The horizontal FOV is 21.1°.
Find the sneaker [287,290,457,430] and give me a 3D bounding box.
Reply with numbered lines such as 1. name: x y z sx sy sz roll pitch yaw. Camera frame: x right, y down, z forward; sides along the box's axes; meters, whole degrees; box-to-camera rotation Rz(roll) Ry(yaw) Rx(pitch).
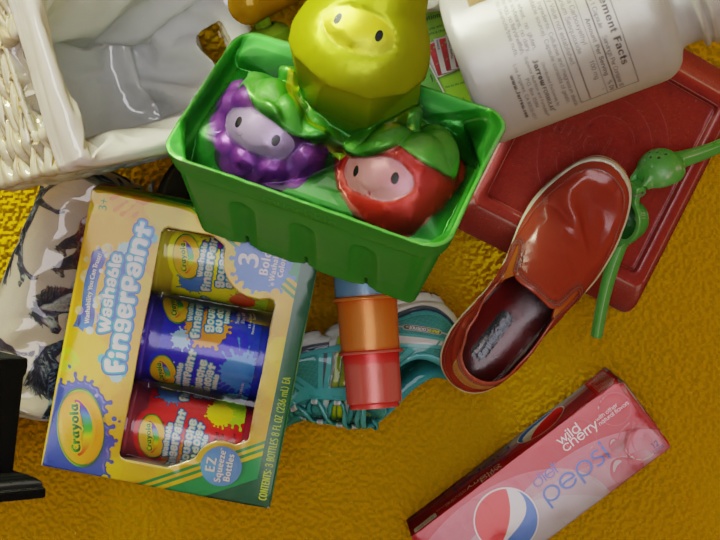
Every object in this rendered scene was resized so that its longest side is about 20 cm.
1. sneaker: -0.015 0.085 1.438 0.199 0.078 0.080 -26 61 0

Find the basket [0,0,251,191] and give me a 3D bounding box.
1. basket: -0.180 -0.136 1.357 0.123 0.200 0.136 -17 90 42

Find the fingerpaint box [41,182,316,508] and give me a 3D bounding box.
1. fingerpaint box: -0.126 0.052 1.371 0.166 0.073 0.201 12 95 -4

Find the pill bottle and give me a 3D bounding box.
1. pill bottle: 0.164 -0.174 1.331 0.199 0.114 0.115 -20 95 8

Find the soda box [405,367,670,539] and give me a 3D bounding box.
1. soda box: 0.134 0.163 1.471 0.200 0.063 0.070 -38 95 1

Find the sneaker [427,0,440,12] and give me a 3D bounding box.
1. sneaker: 0.018 -0.265 1.434 0.200 0.088 0.075 48 124 17

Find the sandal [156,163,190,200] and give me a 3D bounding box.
1. sandal: -0.137 0.008 1.451 0.082 0.054 0.201 -9 107 -43

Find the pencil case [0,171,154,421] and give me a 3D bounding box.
1. pencil case: -0.222 0.014 1.436 0.089 0.078 0.201 20 93 -20

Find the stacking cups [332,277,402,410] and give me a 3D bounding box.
1. stacking cups: 0.000 0.000 1.397 0.060 0.061 0.201 -2 90 -3

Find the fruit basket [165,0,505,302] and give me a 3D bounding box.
1. fruit basket: -0.010 -0.104 1.264 0.215 0.216 0.156 31 51 -4

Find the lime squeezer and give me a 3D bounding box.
1. lime squeezer: 0.214 -0.046 1.431 0.038 0.071 0.200 35 87 36

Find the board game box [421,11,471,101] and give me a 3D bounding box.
1. board game box: 0.011 -0.134 1.450 0.199 0.048 0.102 -15 94 -2

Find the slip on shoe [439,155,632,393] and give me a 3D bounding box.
1. slip on shoe: 0.130 0.006 1.389 0.074 0.061 0.200 37 91 -7

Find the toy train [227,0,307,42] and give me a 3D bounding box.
1. toy train: -0.078 -0.193 1.347 0.200 0.084 0.116 -34 117 -40

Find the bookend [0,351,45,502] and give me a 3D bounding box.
1. bookend: -0.315 0.049 1.376 0.198 0.092 0.201 9 95 36

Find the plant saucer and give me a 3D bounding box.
1. plant saucer: 0.175 -0.091 1.439 0.199 0.037 0.201 26 93 -22
